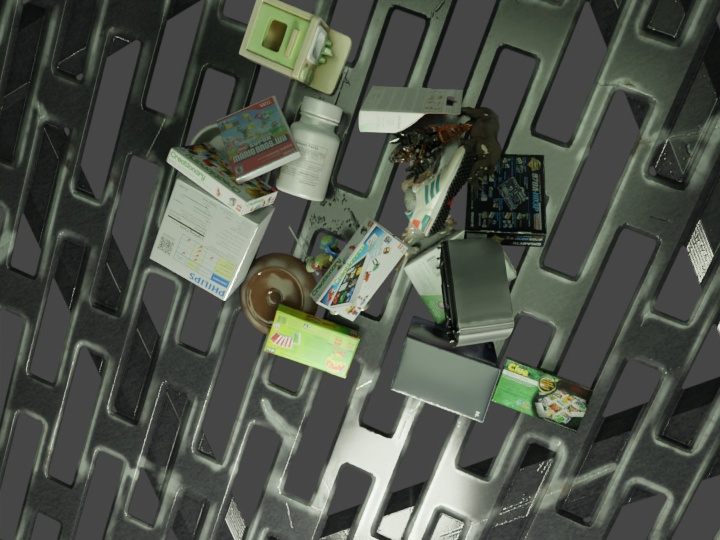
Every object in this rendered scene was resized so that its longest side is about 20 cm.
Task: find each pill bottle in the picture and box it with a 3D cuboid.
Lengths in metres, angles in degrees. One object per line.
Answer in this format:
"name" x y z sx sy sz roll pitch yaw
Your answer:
"pill bottle" -0.107 -0.262 1.244 0.112 0.114 0.203 18 101 7

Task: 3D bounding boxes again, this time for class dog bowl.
"dog bowl" -0.305 -0.243 1.311 0.196 0.059 0.204 2 99 10

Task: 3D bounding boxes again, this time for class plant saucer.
"plant saucer" -0.196 0.062 1.347 0.196 0.037 0.205 2 99 11

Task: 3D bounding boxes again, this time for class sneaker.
"sneaker" 0.150 -0.170 1.153 0.093 0.070 0.202 38 123 24

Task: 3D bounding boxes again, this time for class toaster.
"toaster" 0.211 0.051 1.085 0.116 0.181 0.204 -7 74 6

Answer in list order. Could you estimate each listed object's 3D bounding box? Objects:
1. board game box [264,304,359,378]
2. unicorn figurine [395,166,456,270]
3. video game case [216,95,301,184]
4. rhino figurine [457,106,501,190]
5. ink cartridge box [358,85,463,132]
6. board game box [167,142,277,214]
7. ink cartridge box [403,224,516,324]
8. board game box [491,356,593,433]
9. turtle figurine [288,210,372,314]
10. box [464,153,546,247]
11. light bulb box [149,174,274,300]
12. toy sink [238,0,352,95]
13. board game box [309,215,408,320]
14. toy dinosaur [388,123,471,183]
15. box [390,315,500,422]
"board game box" -0.110 0.161 1.317 0.197 0.048 0.103 19 106 -5
"unicorn figurine" 0.135 -0.111 1.252 0.135 0.074 0.204 -12 82 21
"video game case" -0.217 -0.278 1.207 0.141 0.018 0.202 -24 54 -2
"rhino figurine" 0.243 -0.251 1.175 0.086 0.060 0.203 -3 64 12
"ink cartridge box" 0.106 -0.328 1.173 0.196 0.162 0.051 7 125 8
"board game box" -0.286 -0.195 1.204 0.199 0.126 0.035 35 117 9
"ink cartridge box" 0.214 -0.004 1.239 0.198 0.088 0.147 -32 92 14
"board game box" 0.401 0.275 1.279 0.197 0.023 0.106 21 103 6
"turtle figurine" -0.045 -0.015 1.290 0.142 0.200 0.197 -24 119 -15
"box" 0.293 -0.147 1.168 0.156 0.046 0.203 3 60 9
"light bulb box" -0.322 -0.082 1.257 0.196 0.125 0.202 29 114 -1
"toy sink" -0.135 -0.475 1.219 0.197 0.112 0.132 25 102 5
"board game box" 0.000 0.000 1.186 0.201 0.126 0.035 -53 47 6
"toy dinosaur" 0.130 -0.263 1.177 0.102 0.136 0.200 48 135 1
"box" 0.181 0.199 1.217 0.197 0.198 0.125 18 101 6
